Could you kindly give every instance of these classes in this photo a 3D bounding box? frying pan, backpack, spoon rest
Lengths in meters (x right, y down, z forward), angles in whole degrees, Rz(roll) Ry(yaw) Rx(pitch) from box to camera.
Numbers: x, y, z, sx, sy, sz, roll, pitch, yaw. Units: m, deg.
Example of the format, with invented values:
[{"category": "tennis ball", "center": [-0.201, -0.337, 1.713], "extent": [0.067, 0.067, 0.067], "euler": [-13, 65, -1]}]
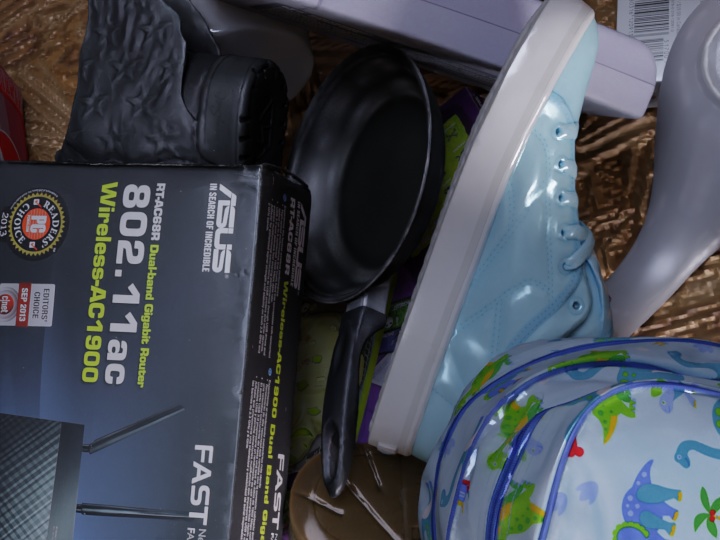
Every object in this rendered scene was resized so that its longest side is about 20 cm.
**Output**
[{"category": "frying pan", "center": [0.009, -0.011, 0.799], "extent": [0.115, 0.031, 0.191], "euler": [-48, 42, 37]}, {"category": "backpack", "center": [0.121, 0.097, 0.707], "extent": [0.199, 0.154, 0.164], "euler": [19, 96, 1]}, {"category": "spoon rest", "center": [0.155, -0.049, 0.850], "extent": [0.099, 0.061, 0.200], "euler": [37, 87, 26]}]

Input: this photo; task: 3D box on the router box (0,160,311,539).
[{"category": "router box", "center": [-0.106, 0.055, 0.785], "extent": [0.149, 0.062, 0.201], "euler": [2, 82, 19]}]

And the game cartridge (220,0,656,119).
[{"category": "game cartridge", "center": [0.026, -0.112, 0.836], "extent": [0.199, 0.133, 0.041], "euler": [16, 96, -17]}]

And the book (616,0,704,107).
[{"category": "book", "center": [0.222, -0.148, 0.893], "extent": [0.199, 0.048, 0.134], "euler": [-2, 66, 18]}]

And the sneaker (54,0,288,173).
[{"category": "sneaker", "center": [-0.093, -0.037, 0.860], "extent": [0.104, 0.060, 0.201], "euler": [11, 94, 24]}]

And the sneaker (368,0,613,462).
[{"category": "sneaker", "center": [0.071, -0.010, 0.764], "extent": [0.082, 0.074, 0.201], "euler": [19, 104, 0]}]

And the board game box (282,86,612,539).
[{"category": "board game box", "center": [0.004, 0.025, 0.853], "extent": [0.200, 0.032, 0.120], "euler": [-39, 55, 18]}]

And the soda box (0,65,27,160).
[{"category": "soda box", "center": [-0.204, -0.014, 0.945], "extent": [0.070, 0.063, 0.201], "euler": [-16, 62, 11]}]

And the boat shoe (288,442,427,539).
[{"category": "boat shoe", "center": [0.068, 0.114, 0.807], "extent": [0.199, 0.065, 0.072], "euler": [2, 59, -2]}]

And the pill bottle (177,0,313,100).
[{"category": "pill bottle", "center": [-0.084, -0.178, 0.959], "extent": [0.110, 0.111, 0.201], "euler": [-19, 62, 7]}]
